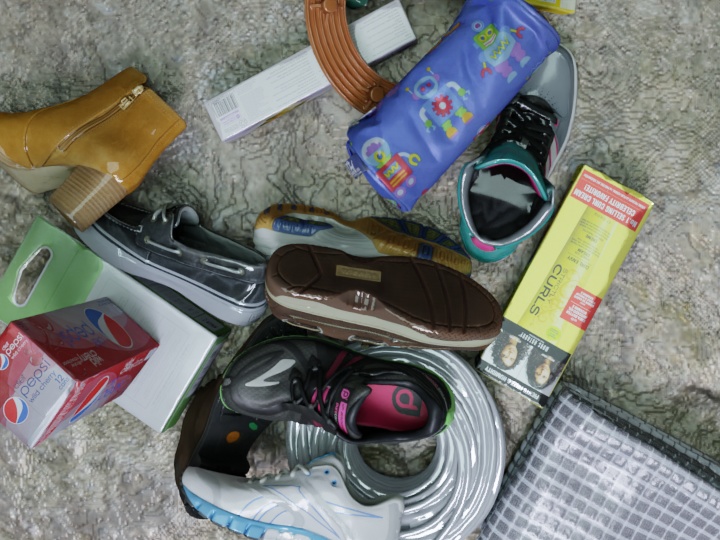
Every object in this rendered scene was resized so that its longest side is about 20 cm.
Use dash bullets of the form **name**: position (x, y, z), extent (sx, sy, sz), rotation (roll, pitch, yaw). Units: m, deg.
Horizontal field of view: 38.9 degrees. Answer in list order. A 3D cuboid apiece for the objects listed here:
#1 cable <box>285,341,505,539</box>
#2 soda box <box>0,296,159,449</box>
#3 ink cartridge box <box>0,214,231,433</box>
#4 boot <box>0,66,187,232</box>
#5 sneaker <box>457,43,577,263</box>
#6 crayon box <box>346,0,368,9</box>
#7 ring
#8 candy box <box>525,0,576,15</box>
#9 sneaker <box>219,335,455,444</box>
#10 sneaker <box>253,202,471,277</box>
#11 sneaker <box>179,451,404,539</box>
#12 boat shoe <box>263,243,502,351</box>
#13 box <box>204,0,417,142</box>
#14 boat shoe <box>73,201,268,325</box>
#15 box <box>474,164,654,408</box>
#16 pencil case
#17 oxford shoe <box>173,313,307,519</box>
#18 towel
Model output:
- **cable**: position (0.033, 0.156, 0.909), extent (0.199, 0.069, 0.201), rotation (-39, 86, 10)
- **soda box**: position (-0.228, 0.073, 0.805), extent (0.070, 0.200, 0.064), rotation (40, 96, 1)
- **ink cartridge box**: position (-0.229, 0.046, 0.935), extent (0.198, 0.059, 0.105), rotation (33, 97, 3)
- **boot**: position (-0.260, -0.134, 0.926), extent (0.200, 0.071, 0.144), rotation (34, 74, 25)
- **sneaker**: position (0.133, -0.101, 0.856), extent (0.082, 0.121, 0.204), rotation (18, 96, 4)
- **crayon box**: position (-0.045, -0.351, 0.862), extent (0.170, 0.058, 0.204), rotation (18, 96, -16)
- **ring**: position (0.049, -0.224, 0.867), extent (0.196, 0.019, 0.205), rotation (-3, 99, -20)
- **candy box**: position (0.098, -0.282, 0.852), extent (0.196, 0.026, 0.105), rotation (5, 93, -22)
- **sneaker**: position (-0.019, 0.098, 0.831), extent (0.196, 0.084, 0.078), rotation (4, 92, 4)
- **sneaker**: position (0.000, 0.000, 0.912), extent (0.196, 0.075, 0.090), rotation (11, 111, 8)
- **sneaker**: position (-0.054, 0.189, 0.861), extent (0.196, 0.075, 0.088), rotation (18, 90, 0)
- **boat shoe**: position (0.017, 0.031, 0.854), extent (0.198, 0.075, 0.076), rotation (16, 53, -1)
- **box**: position (-0.044, -0.176, 0.909), extent (0.197, 0.039, 0.042), rotation (-28, 93, 7)
- **boat shoe**: position (-0.162, -0.027, 0.904), extent (0.197, 0.072, 0.072), rotation (25, 116, 10)
- **box**: position (0.177, 0.013, 0.896), extent (0.074, 0.050, 0.202), rotation (29, 96, 4)
- **pencil case**: position (0.070, -0.143, 0.833), extent (0.087, 0.078, 0.200), rotation (43, 95, -3)
- **oxford shoe**: position (-0.117, 0.115, 0.914), extent (0.072, 0.084, 0.202), rotation (24, 103, -39)
- **towel**: position (0.222, 0.215, 0.889), extent (0.198, 0.086, 0.168), rotation (28, 97, 3)
